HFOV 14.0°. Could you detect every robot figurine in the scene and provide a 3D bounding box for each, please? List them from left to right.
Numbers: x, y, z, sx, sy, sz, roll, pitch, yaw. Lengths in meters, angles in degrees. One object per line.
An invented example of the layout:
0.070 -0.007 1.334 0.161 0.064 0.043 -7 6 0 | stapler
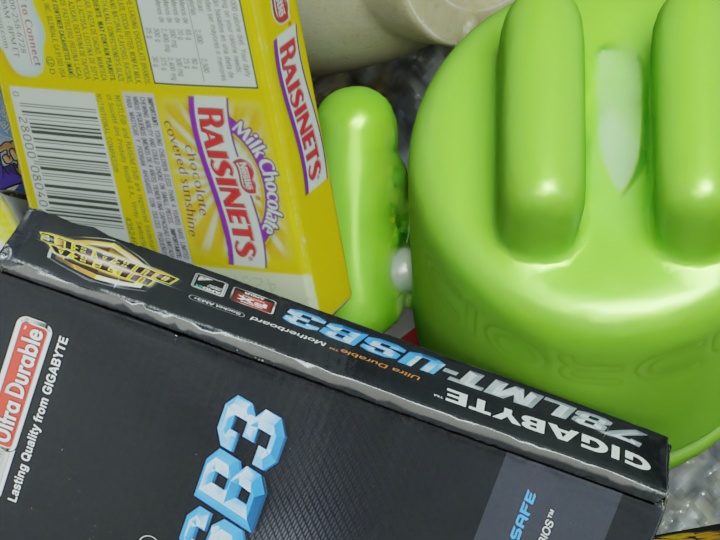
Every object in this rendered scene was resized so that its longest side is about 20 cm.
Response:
0.072 -0.008 0.874 0.174 0.200 0.116 -2 65 2 | robot figurine

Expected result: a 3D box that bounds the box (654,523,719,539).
0.149 0.104 0.920 0.199 0.137 0.040 -7 94 -30 | box

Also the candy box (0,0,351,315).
-0.065 -0.081 0.840 0.102 0.026 0.201 5 119 30 | candy box

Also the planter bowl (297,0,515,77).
-0.004 -0.143 0.901 0.134 0.200 0.201 24 94 31 | planter bowl

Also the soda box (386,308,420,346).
0.000 0.000 0.997 0.199 0.064 0.068 26 93 1 | soda box

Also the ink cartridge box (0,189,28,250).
-0.133 0.113 0.928 0.197 0.047 0.200 -37 69 16 | ink cartridge box

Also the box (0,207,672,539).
-0.036 0.107 0.848 0.198 0.050 0.201 20 111 -2 | box

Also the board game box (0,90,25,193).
-0.189 -0.085 0.960 0.200 0.034 0.136 42 78 -24 | board game box
